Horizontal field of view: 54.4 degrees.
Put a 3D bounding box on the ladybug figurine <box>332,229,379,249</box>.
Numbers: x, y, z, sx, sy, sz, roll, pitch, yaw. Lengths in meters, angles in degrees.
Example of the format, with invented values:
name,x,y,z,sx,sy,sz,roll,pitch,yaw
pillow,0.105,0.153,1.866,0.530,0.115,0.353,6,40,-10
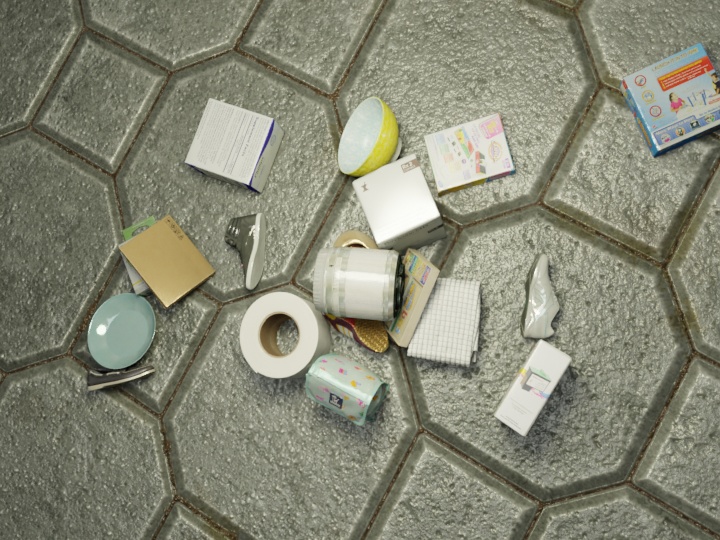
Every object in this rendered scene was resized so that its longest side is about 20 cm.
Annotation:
name,x,y,z,sx,sy,sz,roll,pitch,yaw
ladybug figurine,0.000,0.000,1.743,0.133,0.072,0.204,-20,79,6

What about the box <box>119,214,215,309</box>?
name,x,y,z,sx,sy,sz,roll,pitch,yaw
box,-0.501,-0.025,1.821,0.163,0.021,0.201,-38,85,-27

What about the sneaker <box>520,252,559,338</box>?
name,x,y,z,sx,sy,sz,roll,pitch,yaw
sneaker,0.429,0.062,1.658,0.078,0.070,0.205,8,89,3

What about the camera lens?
name,x,y,z,sx,sy,sz,roll,pitch,yaw
camera lens,0.001,0.029,1.620,0.195,0.160,0.164,4,82,8

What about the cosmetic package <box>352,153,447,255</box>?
name,x,y,z,sx,sy,sz,roll,pitch,yaw
cosmetic package,0.098,-0.146,1.679,0.162,0.200,0.168,-24,76,7

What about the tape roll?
name,x,y,z,sx,sy,sz,roll,pitch,yaw
tape roll,-0.181,0.162,1.722,0.198,0.139,0.208,-2,82,11

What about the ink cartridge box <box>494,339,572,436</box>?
name,x,y,z,sx,sy,sz,roll,pitch,yaw
ink cartridge box,0.388,0.264,1.589,0.083,0.145,0.202,32,89,14

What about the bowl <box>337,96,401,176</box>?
name,x,y,z,sx,sy,sz,roll,pitch,yaw
bowl,0.039,-0.318,1.754,0.106,0.199,0.204,20,85,-29

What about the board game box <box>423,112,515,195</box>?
name,x,y,z,sx,sy,sz,roll,pitch,yaw
board game box,0.270,-0.289,1.749,0.196,0.040,0.156,-15,79,9

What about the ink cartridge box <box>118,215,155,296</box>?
name,x,y,z,sx,sy,sz,roll,pitch,yaw
ink cartridge box,-0.576,-0.044,1.873,0.102,0.059,0.203,-25,78,7

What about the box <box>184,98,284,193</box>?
name,x,y,z,sx,sy,sz,roll,pitch,yaw
box,-0.328,-0.325,1.842,0.197,0.105,0.187,20,86,14

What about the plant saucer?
name,x,y,z,sx,sy,sz,roll,pitch,yaw
plant saucer,-0.624,0.163,1.853,0.196,0.039,0.205,-4,69,12

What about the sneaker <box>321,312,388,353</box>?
name,x,y,z,sx,sy,sz,roll,pitch,yaw
sneaker,-0.014,0.133,1.726,0.199,0.090,0.075,41,69,6

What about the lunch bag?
name,x,y,z,sx,sy,sz,roll,pitch,yaw
lunch bag,-0.033,0.275,1.645,0.168,0.200,0.124,27,87,13

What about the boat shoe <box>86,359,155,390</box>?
name,x,y,z,sx,sy,sz,roll,pitch,yaw
boat shoe,-0.630,0.265,1.832,0.196,0.073,0.064,-15,82,14

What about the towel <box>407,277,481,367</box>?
name,x,y,z,sx,sy,sz,roll,pitch,yaw
towel,0.205,0.123,1.682,0.162,0.086,0.205,5,81,10

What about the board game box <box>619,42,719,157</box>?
name,x,y,z,sx,sy,sz,roll,pitch,yaw
board game box,0.750,-0.402,1.662,0.197,0.056,0.199,-22,78,7

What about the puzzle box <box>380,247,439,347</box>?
name,x,y,z,sx,sy,sz,roll,pitch,yaw
puzzle box,0.112,0.063,1.665,0.025,0.133,0.203,15,105,-28

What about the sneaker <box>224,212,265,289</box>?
name,x,y,z,sx,sy,sz,roll,pitch,yaw
sneaker,-0.304,-0.050,1.818,0.097,0.071,0.205,0,76,13
